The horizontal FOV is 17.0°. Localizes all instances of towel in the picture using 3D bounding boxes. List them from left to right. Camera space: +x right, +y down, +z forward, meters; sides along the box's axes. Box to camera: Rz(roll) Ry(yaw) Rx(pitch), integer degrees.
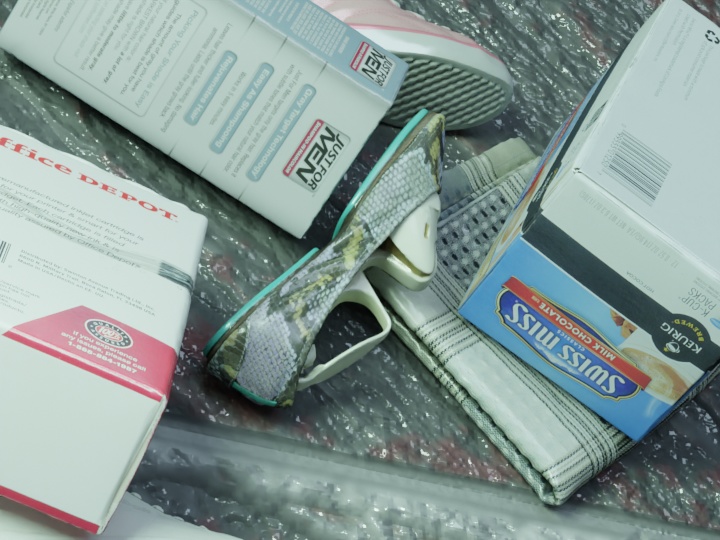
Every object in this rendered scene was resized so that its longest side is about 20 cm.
[{"bbox_3d":[0.101,0.018,1.384,0.200,0.035,0.192,47,45,12],"label":"towel"}]

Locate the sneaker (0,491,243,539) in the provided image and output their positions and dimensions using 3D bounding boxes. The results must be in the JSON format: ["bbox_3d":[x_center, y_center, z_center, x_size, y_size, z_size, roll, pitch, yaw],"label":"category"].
[{"bbox_3d":[-0.122,0.117,1.133,0.199,0.073,0.085,13,51,-21],"label":"sneaker"}]

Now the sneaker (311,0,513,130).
[{"bbox_3d":[-0.003,-0.152,1.430,0.199,0.075,0.105,9,55,-20],"label":"sneaker"}]

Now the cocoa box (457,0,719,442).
[{"bbox_3d":[0.166,-0.031,1.358,0.133,0.131,0.200,36,42,-3],"label":"cocoa box"}]

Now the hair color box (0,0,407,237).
[{"bbox_3d":[-0.086,-0.118,1.317,0.200,0.099,0.061,33,28,-4],"label":"hair color box"}]

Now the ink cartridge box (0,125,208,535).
[{"bbox_3d":[-0.160,0.018,1.135,0.144,0.085,0.200,24,23,-9],"label":"ink cartridge box"}]

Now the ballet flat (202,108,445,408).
[{"bbox_3d":[0.000,0.000,1.288,0.072,0.072,0.200,40,65,4],"label":"ballet flat"}]
